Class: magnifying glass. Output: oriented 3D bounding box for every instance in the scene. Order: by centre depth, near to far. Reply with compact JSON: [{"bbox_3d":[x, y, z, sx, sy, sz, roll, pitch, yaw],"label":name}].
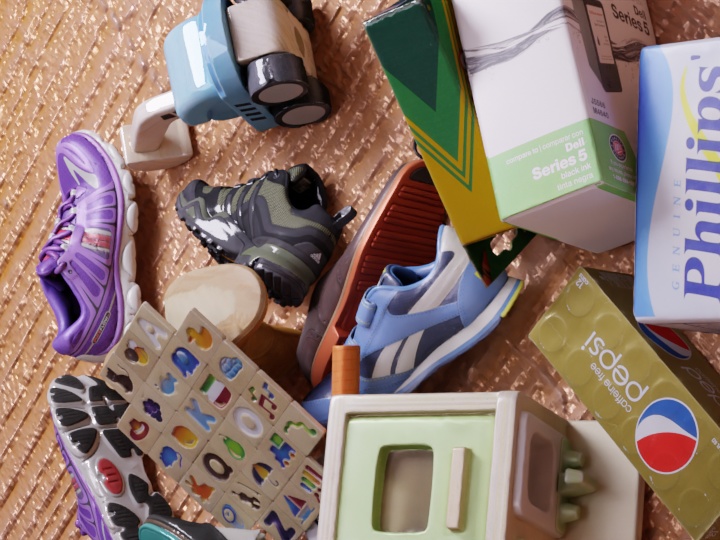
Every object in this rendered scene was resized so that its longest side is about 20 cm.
[{"bbox_3d":[-0.011,0.154,1.560,0.022,0.080,0.201,-1,88,14],"label":"magnifying glass"}]

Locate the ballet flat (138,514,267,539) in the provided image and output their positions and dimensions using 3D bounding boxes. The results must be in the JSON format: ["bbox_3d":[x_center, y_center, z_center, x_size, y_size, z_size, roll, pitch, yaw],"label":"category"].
[{"bbox_3d":[-0.082,0.239,1.639,0.200,0.068,0.068,38,142,33],"label":"ballet flat"}]

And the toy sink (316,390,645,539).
[{"bbox_3d":[0.081,0.156,1.491,0.199,0.112,0.131,-1,73,26],"label":"toy sink"}]

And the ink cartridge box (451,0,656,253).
[{"bbox_3d":[0.142,-0.127,1.486,0.084,0.145,0.201,-21,71,30],"label":"ink cartridge box"}]

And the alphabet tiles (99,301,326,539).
[{"bbox_3d":[-0.107,0.118,1.635,0.200,0.006,0.167,42,137,6],"label":"alphabet tiles"}]

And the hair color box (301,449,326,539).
[{"bbox_3d":[0.029,0.217,1.613,0.100,0.060,0.201,-43,58,31],"label":"hair color box"}]

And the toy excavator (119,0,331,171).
[{"bbox_3d":[-0.125,-0.148,1.762,0.199,0.194,0.100,-14,74,12],"label":"toy excavator"}]

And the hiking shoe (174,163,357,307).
[{"bbox_3d":[-0.072,-0.041,1.742,0.101,0.076,0.200,-46,37,-8],"label":"hiking shoe"}]

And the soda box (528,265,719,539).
[{"bbox_3d":[0.202,0.089,1.466,0.068,0.064,0.200,-54,53,23],"label":"soda box"}]

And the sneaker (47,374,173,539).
[{"bbox_3d":[-0.224,0.178,1.846,0.083,0.080,0.201,-49,52,40],"label":"sneaker"}]

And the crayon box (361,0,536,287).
[{"bbox_3d":[0.084,-0.103,1.513,0.051,0.127,0.201,-19,102,28],"label":"crayon box"}]

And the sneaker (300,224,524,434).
[{"bbox_3d":[0.024,0.044,1.602,0.200,0.074,0.082,-39,100,17],"label":"sneaker"}]

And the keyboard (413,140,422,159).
[{"bbox_3d":[0.054,-0.116,1.603,0.039,0.104,0.201,-11,74,0],"label":"keyboard"}]

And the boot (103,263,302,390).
[{"bbox_3d":[-0.092,0.048,1.688,0.201,0.143,0.071,-31,66,43],"label":"boot"}]

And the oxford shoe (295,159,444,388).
[{"bbox_3d":[0.000,0.000,1.663,0.073,0.071,0.201,40,109,49],"label":"oxford shoe"}]

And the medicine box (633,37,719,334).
[{"bbox_3d":[0.281,-0.055,1.383,0.199,0.103,0.183,-3,83,42],"label":"medicine box"}]

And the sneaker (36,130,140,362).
[{"bbox_3d":[-0.237,-0.023,1.855,0.081,0.083,0.201,-26,67,52],"label":"sneaker"}]
